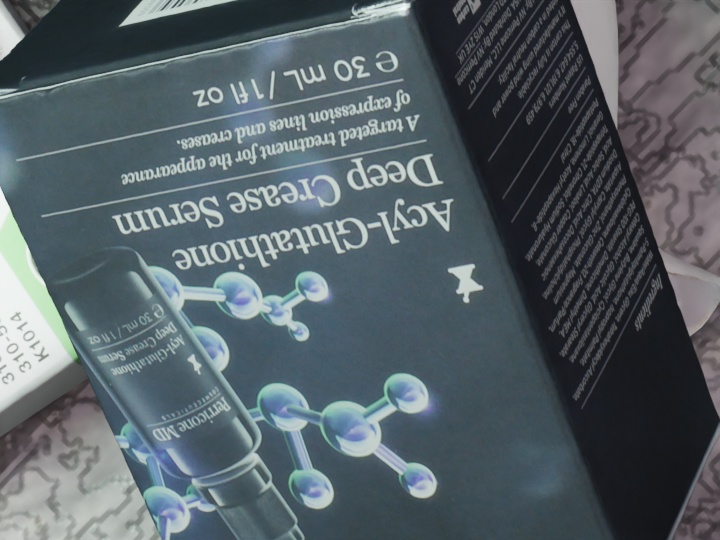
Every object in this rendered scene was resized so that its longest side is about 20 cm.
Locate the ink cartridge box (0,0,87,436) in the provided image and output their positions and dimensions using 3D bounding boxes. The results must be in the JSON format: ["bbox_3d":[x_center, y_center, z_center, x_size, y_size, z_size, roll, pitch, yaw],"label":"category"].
[{"bbox_3d":[-0.174,0.004,0.958,0.200,0.084,0.146,-35,88,-1],"label":"ink cartridge box"}]

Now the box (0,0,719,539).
[{"bbox_3d":[0.000,0.000,0.862,0.148,0.107,0.200,-11,115,28],"label":"box"}]

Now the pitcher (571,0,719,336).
[{"bbox_3d":[0.009,-0.055,0.950,0.171,0.121,0.200,-20,100,10],"label":"pitcher"}]
